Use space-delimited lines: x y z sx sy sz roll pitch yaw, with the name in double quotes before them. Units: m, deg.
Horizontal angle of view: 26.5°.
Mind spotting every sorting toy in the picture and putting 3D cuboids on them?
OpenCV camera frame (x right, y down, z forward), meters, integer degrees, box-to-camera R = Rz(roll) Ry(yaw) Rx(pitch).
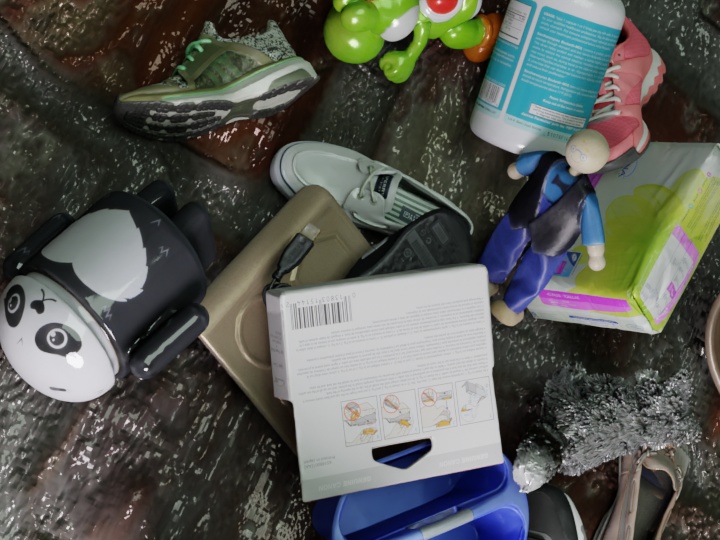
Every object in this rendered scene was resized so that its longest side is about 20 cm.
"sorting toy" -0.040 0.054 1.370 0.200 0.036 0.185 50 63 -15

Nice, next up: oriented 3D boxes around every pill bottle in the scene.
"pill bottle" 0.184 -0.210 1.455 0.110 0.111 0.202 13 105 -22

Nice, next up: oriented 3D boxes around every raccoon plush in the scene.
"raccoon plush" 0.235 0.158 1.407 0.200 0.133 0.098 -55 135 -51

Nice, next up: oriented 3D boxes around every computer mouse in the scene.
"computer mouse" 0.000 0.000 1.355 0.200 0.046 0.141 -46 111 -15

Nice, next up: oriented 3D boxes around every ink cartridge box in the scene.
"ink cartridge box" 0.023 0.093 1.320 0.198 0.045 0.178 -7 95 -24

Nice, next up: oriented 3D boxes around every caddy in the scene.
"caddy" 0.055 0.227 1.347 0.198 0.105 0.143 -18 86 -27

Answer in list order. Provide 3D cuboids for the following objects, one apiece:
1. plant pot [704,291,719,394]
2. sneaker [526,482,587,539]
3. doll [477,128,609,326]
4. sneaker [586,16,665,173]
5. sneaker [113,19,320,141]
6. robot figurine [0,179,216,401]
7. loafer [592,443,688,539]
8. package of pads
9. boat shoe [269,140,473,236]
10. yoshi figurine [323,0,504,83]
"plant pot" 0.478 0.061 1.555 0.174 0.199 0.202 -28 92 -44
"sneaker" 0.151 0.290 1.385 0.087 0.075 0.202 19 70 -41
"doll" 0.173 -0.044 1.406 0.048 0.201 0.137 -9 46 -46
"sneaker" 0.245 -0.177 1.514 0.087 0.073 0.201 55 38 -31
"sneaker" -0.138 -0.176 1.368 0.198 0.077 0.089 -16 74 -33
"robot figurine" -0.207 0.015 1.255 0.200 0.150 0.125 -45 112 -26
"loafer" 0.284 0.215 1.484 0.071 0.063 0.202 30 68 -16
"package of pads" 0.259 -0.037 1.469 0.068 0.154 0.201 50 61 -35
"boat shoe" 0.016 -0.074 1.413 0.198 0.067 0.074 19 71 -21
"yoshi figurine" 0.041 -0.241 1.462 0.199 0.112 0.113 -7 123 -40
